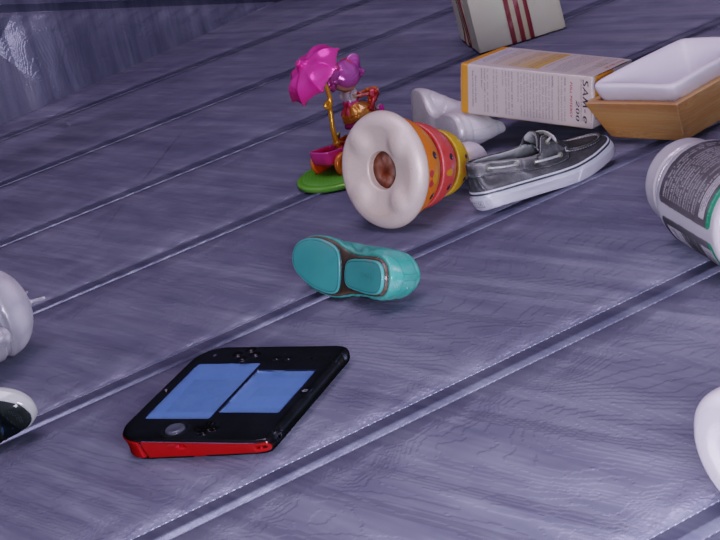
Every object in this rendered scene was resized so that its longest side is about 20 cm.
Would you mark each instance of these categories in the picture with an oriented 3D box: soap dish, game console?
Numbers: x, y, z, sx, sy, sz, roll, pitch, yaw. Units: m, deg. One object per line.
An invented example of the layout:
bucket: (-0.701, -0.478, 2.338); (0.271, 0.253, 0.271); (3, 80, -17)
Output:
soap dish: (0.412, -0.232, 2.130); (0.200, 0.081, 0.157); (-29, 23, -32)
game console: (-0.124, 0.126, 1.654); (0.176, 0.031, 0.200); (-7, 22, 27)

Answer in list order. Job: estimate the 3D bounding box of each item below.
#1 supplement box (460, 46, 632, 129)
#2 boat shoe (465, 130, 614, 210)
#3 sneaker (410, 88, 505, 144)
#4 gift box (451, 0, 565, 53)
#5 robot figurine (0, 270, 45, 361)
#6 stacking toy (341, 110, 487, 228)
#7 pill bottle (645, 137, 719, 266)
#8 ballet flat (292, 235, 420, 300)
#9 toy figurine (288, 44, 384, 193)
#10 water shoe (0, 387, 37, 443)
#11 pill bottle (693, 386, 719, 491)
supplement box: (0.251, -0.248, 2.245); (0.200, 0.074, 0.126); (11, 23, 32)
boat shoe: (0.221, -0.137, 2.036); (0.200, 0.071, 0.072); (-22, 20, -19)
sneaker: (0.136, -0.211, 2.344); (0.088, 0.075, 0.200); (-11, 24, -19)
gift box: (0.249, -0.498, 2.850); (0.199, 0.187, 0.185); (-20, 20, -8)
robot figurine: (-0.475, 0.068, 1.980); (0.200, 0.113, 0.169); (-25, 30, -24)
stacking toy: (0.089, -0.138, 2.106); (0.200, 0.147, 0.146); (-13, 12, -42)
pill bottle: (0.364, -0.068, 1.661); (0.113, 0.113, 0.200); (-19, 20, -7)
ballet flat: (0.000, 0.000, 1.875); (0.070, 0.068, 0.200); (1, 7, -34)
toy figurine: (-0.022, -0.231, 2.331); (0.200, 0.185, 0.150); (-29, 23, -35)
water shoe: (-0.430, 0.182, 1.729); (0.199, 0.072, 0.079); (-14, 47, 3)
pill bottle: (0.350, 0.097, 1.225); (0.200, 0.105, 0.104); (-25, 21, -23)
